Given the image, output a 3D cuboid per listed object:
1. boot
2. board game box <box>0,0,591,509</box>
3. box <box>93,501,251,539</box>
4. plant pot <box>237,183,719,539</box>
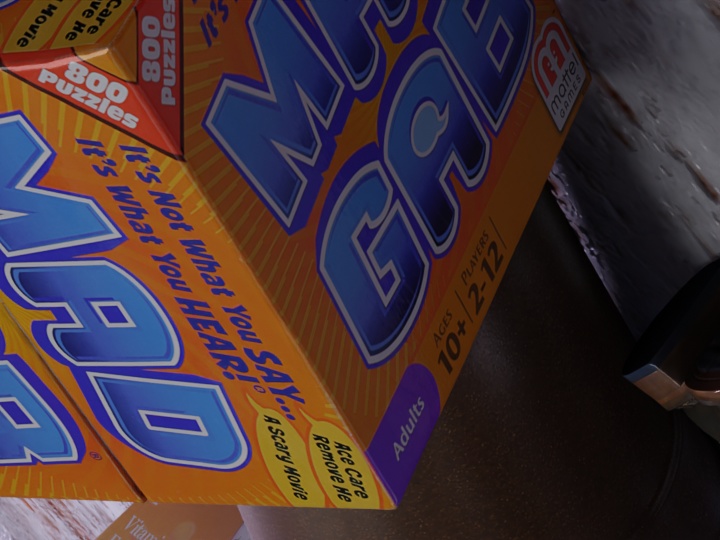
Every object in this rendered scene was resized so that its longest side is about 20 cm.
[{"bbox_3d":[0.160,0.041,0.919,0.097,0.075,0.200,39,175,-5],"label":"boot"},{"bbox_3d":[-0.075,-0.062,0.900,0.200,0.200,0.200,-1,136,33],"label":"board game box"},{"bbox_3d":[-0.035,0.156,1.440,0.152,0.200,0.106,24,154,54],"label":"box"},{"bbox_3d":[0.024,0.045,1.047,0.200,0.200,0.198,29,152,48],"label":"plant pot"}]
